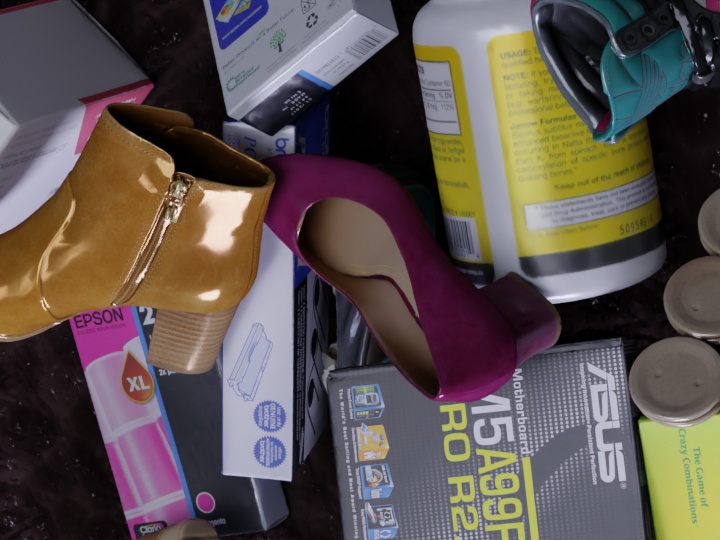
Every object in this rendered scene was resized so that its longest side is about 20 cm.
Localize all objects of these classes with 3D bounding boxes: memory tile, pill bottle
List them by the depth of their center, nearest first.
[{"bbox_3d":[0.247,0.032,1.431,0.199,0.154,0.017,13,151,22],"label":"memory tile"},{"bbox_3d":[0.089,-0.090,1.479,0.114,0.114,0.201,-4,103,27],"label":"pill bottle"}]

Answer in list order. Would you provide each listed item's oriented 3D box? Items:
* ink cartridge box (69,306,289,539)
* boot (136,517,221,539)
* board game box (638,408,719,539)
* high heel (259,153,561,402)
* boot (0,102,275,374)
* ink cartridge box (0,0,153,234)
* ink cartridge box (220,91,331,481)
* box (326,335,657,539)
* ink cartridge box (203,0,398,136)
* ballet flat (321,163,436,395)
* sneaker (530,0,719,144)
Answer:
[{"bbox_3d":[-0.113,0.060,1.668,0.094,0.037,0.201,-11,97,29],"label":"ink cartridge box"},{"bbox_3d":[-0.113,0.255,1.645,0.166,0.072,0.201,-47,43,52],"label":"boot"},{"bbox_3d":[0.193,0.158,1.503,0.047,0.102,0.201,-5,102,20],"label":"board game box"},{"bbox_3d":[0.000,0.000,1.443,0.200,0.096,0.068,26,123,30],"label":"high heel"},{"bbox_3d":[-0.150,-0.029,1.502,0.201,0.071,0.144,14,126,-1],"label":"boot"},{"bbox_3d":[-0.230,-0.051,1.628,0.083,0.146,0.200,45,120,11],"label":"ink cartridge box"},{"bbox_3d":[-0.046,0.005,1.581,0.044,0.094,0.201,4,107,11],"label":"ink cartridge box"},{"bbox_3d":[0.073,0.141,1.478,0.160,0.044,0.201,-6,89,15],"label":"box"},{"bbox_3d":[-0.043,-0.178,1.527,0.099,0.039,0.200,-37,49,30],"label":"ink cartridge box"},{"bbox_3d":[0.011,0.032,1.586,0.073,0.073,0.201,9,114,24],"label":"ballet flat"},{"bbox_3d":[0.162,-0.102,1.355,0.200,0.121,0.084,27,147,24],"label":"sneaker"}]
